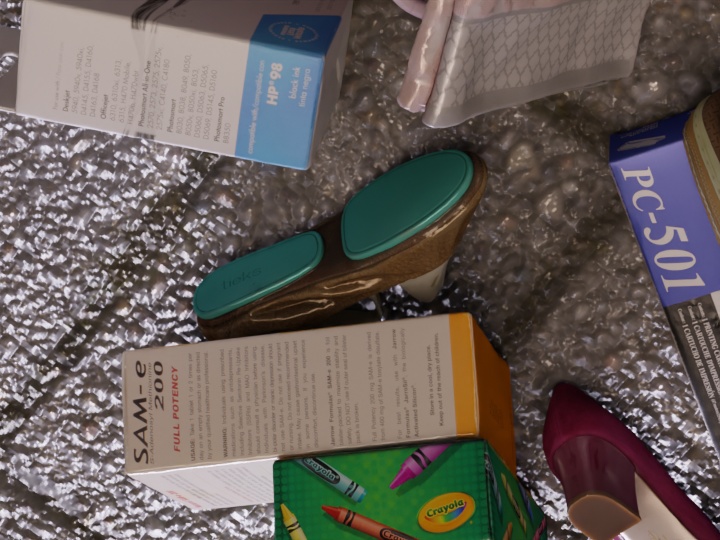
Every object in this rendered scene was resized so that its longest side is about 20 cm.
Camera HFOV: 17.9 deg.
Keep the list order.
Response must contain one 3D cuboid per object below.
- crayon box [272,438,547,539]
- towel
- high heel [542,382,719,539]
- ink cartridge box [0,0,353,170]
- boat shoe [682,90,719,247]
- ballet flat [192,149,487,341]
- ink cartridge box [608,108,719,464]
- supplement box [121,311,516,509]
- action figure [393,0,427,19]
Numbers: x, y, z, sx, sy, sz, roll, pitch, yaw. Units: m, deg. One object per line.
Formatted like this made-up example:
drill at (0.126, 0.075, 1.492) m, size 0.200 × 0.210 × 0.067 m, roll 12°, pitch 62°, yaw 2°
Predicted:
crayon box at (0.033, 0.149, 1.280) m, size 0.118 × 0.200 × 0.059 m, roll -7°, pitch 71°, yaw 12°
towel at (0.110, -0.167, 1.119) m, size 0.032 × 0.199 × 0.192 m, roll 34°, pitch 119°, yaw 26°
high heel at (0.179, 0.144, 1.339) m, size 0.067 × 0.097 × 0.200 m, roll -29°, pitch 128°, yaw 21°
ink cartridge box at (-0.111, -0.122, 1.213) m, size 0.198 × 0.116 × 0.067 m, roll 11°, pitch 116°, yaw 3°
boat shoe at (0.217, 0.003, 1.199) m, size 0.076 × 0.072 × 0.201 m, roll -23°, pitch 99°, yaw 52°
ballet flat at (0.000, 0.000, 1.287) m, size 0.199 × 0.068 × 0.072 m, roll -29°, pitch 127°, yaw 20°
ink cartridge box at (0.212, 0.007, 1.261) m, size 0.093 × 0.044 × 0.201 m, roll -18°, pitch 110°, yaw 15°
supplement box at (-0.021, 0.081, 1.281) m, size 0.198 × 0.126 × 0.074 m, roll -7°, pitch 74°, yaw 11°
action figure at (-0.037, -0.195, 1.159) m, size 0.199 × 0.149 × 0.134 m, roll 22°, pitch 123°, yaw -17°
